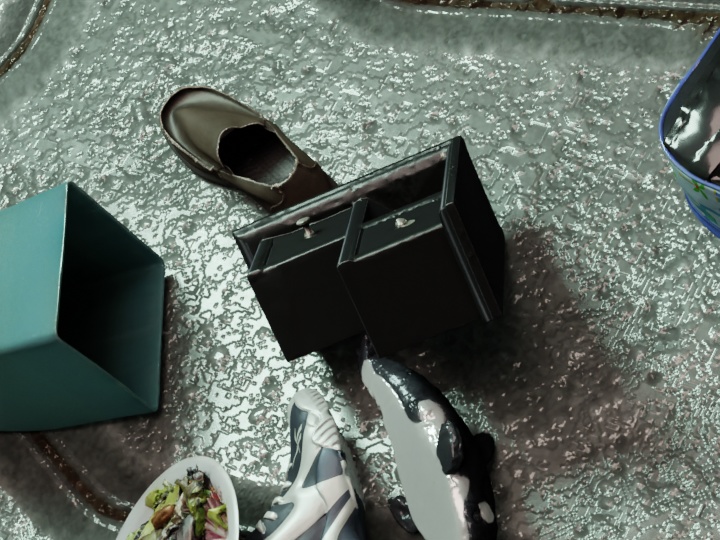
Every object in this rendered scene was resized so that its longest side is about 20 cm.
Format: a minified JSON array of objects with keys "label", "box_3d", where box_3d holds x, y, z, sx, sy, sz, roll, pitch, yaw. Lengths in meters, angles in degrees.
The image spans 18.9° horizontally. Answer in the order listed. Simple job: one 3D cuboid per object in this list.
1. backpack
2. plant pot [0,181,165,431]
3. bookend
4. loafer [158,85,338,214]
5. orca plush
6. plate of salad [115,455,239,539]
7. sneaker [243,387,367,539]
[{"label":"backpack","box_3d":[0.323,-0.098,1.538,0.182,0.147,0.200,30,71,35]},{"label":"plant pot","box_3d":[-0.279,0.044,1.731,0.199,0.141,0.142,-15,56,24]},{"label":"bookend","box_3d":[0.000,0.000,1.594,0.199,0.093,0.199,-22,14,11]},{"label":"loafer","box_3d":[-0.097,-0.106,1.776,0.199,0.071,0.073,31,77,34]},{"label":"orca plush","box_3d":[0.061,0.134,1.588,0.200,0.071,0.106,49,132,46]},{"label":"plate of salad","box_3d":[-0.153,0.228,1.571,0.200,0.048,0.201,-39,38,40]},{"label":"sneaker","box_3d":[-0.059,0.188,1.579,0.129,0.080,0.200,-18,65,3]}]
